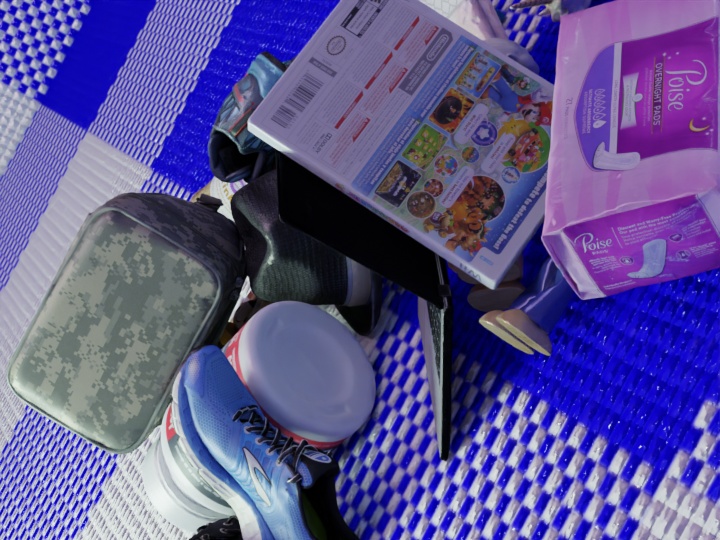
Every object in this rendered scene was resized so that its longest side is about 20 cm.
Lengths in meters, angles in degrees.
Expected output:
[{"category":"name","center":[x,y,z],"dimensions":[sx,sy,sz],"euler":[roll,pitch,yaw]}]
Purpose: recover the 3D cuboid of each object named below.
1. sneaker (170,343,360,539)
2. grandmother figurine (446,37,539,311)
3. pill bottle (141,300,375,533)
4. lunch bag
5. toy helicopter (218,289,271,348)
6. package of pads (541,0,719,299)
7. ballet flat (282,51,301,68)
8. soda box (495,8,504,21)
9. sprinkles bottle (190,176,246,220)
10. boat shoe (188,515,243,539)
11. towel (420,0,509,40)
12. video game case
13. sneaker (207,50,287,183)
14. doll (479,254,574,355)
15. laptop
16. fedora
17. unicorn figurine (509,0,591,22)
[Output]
[{"category":"sneaker","center":[-0.060,0.137,1.442],"dimensions":[0.089,0.200,0.079],"euler":[-32,1,33]},{"category":"grandmother figurine","center":[0.095,-0.080,1.410],"dimensions":[0.121,0.060,0.201],"euler":[81,-169,-60]},{"category":"pill bottle","center":[-0.088,0.124,1.580],"dimensions":[0.200,0.119,0.120],"euler":[-45,26,40]},{"category":"lunch bag","center":[-0.182,0.034,1.672],"dimensions":[0.201,0.139,0.168],"euler":[-61,-2,12]},{"category":"toy helicopter","center":[-0.082,0.013,1.787],"dimensions":[0.132,0.079,0.200],"euler":[-52,10,41]},{"category":"package of pads","center":[0.178,-0.085,1.204],"dimensions":[0.120,0.076,0.201],"euler":[-15,44,25]},{"category":"ballet flat","center":[-0.038,-0.158,1.728],"dimensions":[0.200,0.074,0.074],"euler":[-31,36,62]},{"category":"soda box","center":[0.040,-0.148,1.701],"dimensions":[0.201,0.064,0.068],"euler":[-62,19,4]},{"category":"sprinkles bottle","center":[-0.097,-0.091,1.964],"dimensions":[0.200,0.068,0.068],"euler":[-38,30,50]},{"category":"boat shoe","center":[-0.093,0.216,1.515],"dimensions":[0.066,0.074,0.199],"euler":[-49,-7,-9]},{"category":"towel","center":[0.048,-0.127,1.557],"dimensions":[0.200,0.032,0.192],"euler":[-41,65,43]},{"category":"video game case","center":[0.045,-0.097,1.341],"dimensions":[0.143,0.200,0.018],"euler":[-53,-11,-18]},{"category":"sneaker","center":[-0.095,-0.115,1.667],"dimensions":[0.096,0.079,0.200],"euler":[-47,-7,-11]},{"category":"doll","center":[0.154,-0.040,1.296],"dimensions":[0.200,0.048,0.136],"euler":[-58,10,-8]},{"category":"laptop","center":[0.000,0.000,1.400],"dimensions":[0.188,0.115,0.201],"euler":[-96,4,-58]},{"category":"fedora","center":[-0.050,-0.027,1.598],"dimensions":[0.201,0.091,0.201],"euler":[166,90,-79]},{"category":"unicorn figurine","center":[0.169,-0.261,1.537],"dimensions":[0.200,0.074,0.138],"euler":[-85,17,-77]}]
